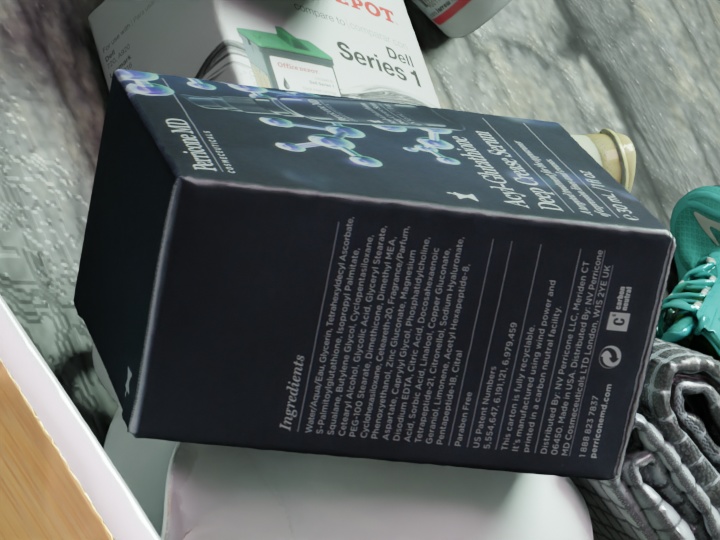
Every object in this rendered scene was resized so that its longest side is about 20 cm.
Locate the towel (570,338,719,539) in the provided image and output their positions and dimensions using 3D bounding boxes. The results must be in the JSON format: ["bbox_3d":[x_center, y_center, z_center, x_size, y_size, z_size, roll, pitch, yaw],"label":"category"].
[{"bbox_3d":[0.150,0.111,1.273,0.200,0.086,0.166,52,-12,-18],"label":"towel"}]

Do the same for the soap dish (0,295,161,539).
[{"bbox_3d":[-0.158,0.083,0.991,0.081,0.157,0.200,-25,77,-39],"label":"soap dish"}]

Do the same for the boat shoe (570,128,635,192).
[{"bbox_3d":[0.092,-0.007,1.356,0.063,0.201,0.073,-15,63,-6],"label":"boat shoe"}]

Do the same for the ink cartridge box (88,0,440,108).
[{"bbox_3d":[-0.029,-0.049,1.332,0.146,0.084,0.200,14,47,-43],"label":"ink cartridge box"}]

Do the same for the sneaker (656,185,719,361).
[{"bbox_3d":[0.193,0.028,1.533,0.079,0.078,0.200,19,43,-25],"label":"sneaker"}]

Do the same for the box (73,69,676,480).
[{"bbox_3d":[0.000,0.000,1.141,0.199,0.107,0.148,5,18,-17],"label":"box"}]

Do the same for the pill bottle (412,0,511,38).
[{"bbox_3d":[0.021,-0.230,1.553,0.200,0.109,0.109,45,33,-7],"label":"pill bottle"}]

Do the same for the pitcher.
[{"bbox_3d":[-0.014,0.088,1.195,0.200,0.121,0.172,15,34,-25],"label":"pitcher"}]
